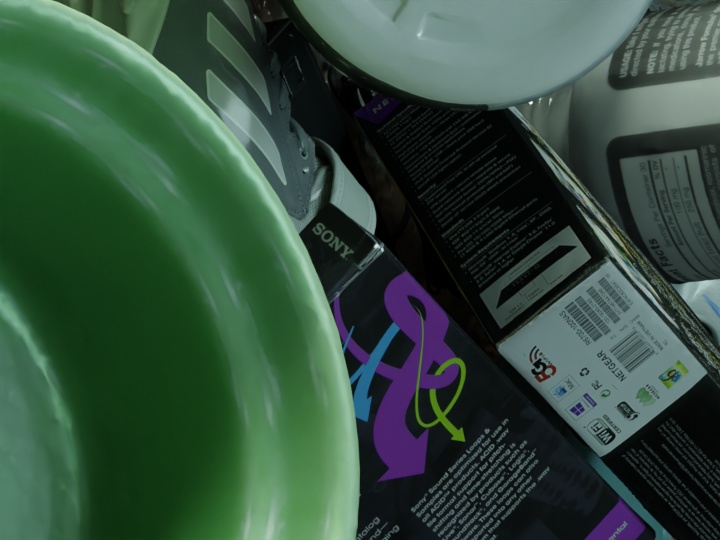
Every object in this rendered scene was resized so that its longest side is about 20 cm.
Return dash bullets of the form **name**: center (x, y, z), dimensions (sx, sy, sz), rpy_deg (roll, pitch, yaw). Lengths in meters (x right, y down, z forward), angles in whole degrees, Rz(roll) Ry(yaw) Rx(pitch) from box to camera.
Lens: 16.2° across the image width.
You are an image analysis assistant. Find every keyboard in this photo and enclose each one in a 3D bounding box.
- **keyboard**: center (0.000, 0.000, 0.921), dimensions (0.127, 0.021, 0.200), rpy_deg (-52, 128, -48)

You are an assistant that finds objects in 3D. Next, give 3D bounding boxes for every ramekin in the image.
- **ramekin**: center (-0.103, 0.038, 0.631), dimensions (0.200, 0.098, 0.200), rpy_deg (24, 54, -39)

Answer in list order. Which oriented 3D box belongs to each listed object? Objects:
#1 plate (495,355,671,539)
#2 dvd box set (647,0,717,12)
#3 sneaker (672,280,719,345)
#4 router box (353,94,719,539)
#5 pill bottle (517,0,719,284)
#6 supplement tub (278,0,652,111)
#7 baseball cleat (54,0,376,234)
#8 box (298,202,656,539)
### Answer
- **plate**: center (0.092, 0.114, 1.025), dimensions (0.200, 0.026, 0.200), rpy_deg (16, 72, -63)
- **dvd box set**: center (0.137, -0.132, 1.047), dimensions (0.200, 0.146, 0.029), rpy_deg (52, 26, -39)
- **sneaker**: center (0.166, 0.045, 1.151), dimensions (0.087, 0.075, 0.200), rpy_deg (-51, 133, -20)
- **router box**: center (0.092, 0.025, 0.908), dimensions (0.200, 0.051, 0.149), rpy_deg (46, 10, -37)
- **pill bottle**: center (0.151, -0.052, 1.002), dimensions (0.111, 0.200, 0.111), rpy_deg (15, 72, -57)
- **supplement tub**: center (0.027, -0.124, 0.799), dimensions (0.200, 0.122, 0.123), rpy_deg (-99, 174, -76)
- **baseball cleat**: center (-0.047, -0.055, 0.799), dimensions (0.106, 0.070, 0.200), rpy_deg (-4, 98, -42)
- **box**: center (-0.001, 0.086, 0.813), dimensions (0.143, 0.036, 0.200), rpy_deg (-46, 136, -3)
